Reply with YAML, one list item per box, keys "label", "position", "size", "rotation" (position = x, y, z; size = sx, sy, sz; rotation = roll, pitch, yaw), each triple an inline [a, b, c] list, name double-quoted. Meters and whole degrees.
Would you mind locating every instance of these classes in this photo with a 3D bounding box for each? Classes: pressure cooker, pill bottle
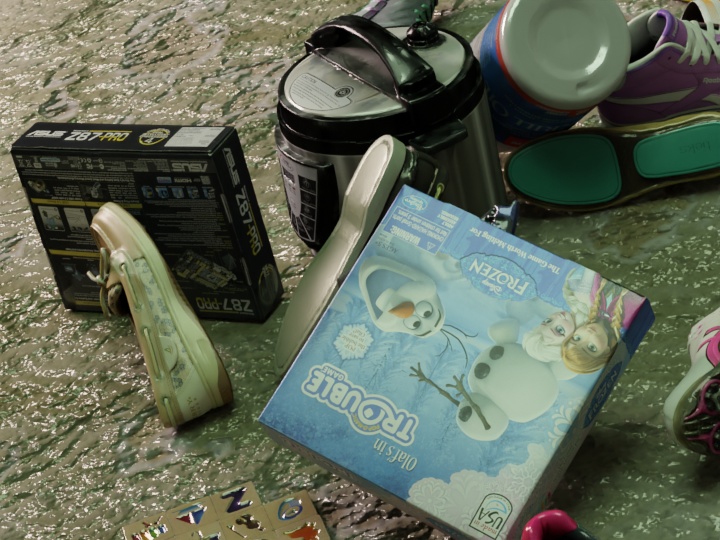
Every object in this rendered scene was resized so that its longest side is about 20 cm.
- label: "pressure cooker"
  position: [0.022, -0.109, 1.768]
  size: [0.174, 0.201, 0.179]
  rotation: [0, 33, 20]
- label: "pill bottle"
  position: [0.142, -0.163, 1.821]
  size: [0.112, 0.113, 0.200]
  rotation: [-24, -6, -16]

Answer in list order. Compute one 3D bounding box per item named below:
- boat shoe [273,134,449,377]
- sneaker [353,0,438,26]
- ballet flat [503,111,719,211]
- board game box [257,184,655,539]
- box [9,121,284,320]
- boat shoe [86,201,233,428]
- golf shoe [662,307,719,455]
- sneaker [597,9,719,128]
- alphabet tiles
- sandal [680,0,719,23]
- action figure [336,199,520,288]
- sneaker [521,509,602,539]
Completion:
- label: "boat shoe"
  position: [0.000, 0.000, 1.657]
  size: [0.060, 0.202, 0.072]
  rotation: [23, 11, -23]
- label: "sneaker"
  position: [0.048, -0.234, 2.111]
  size: [0.087, 0.075, 0.200]
  rotation: [24, 56, 28]
- label: "ballet flat"
  position: [0.218, -0.088, 1.801]
  size: [0.198, 0.069, 0.063]
  rotation: [-6, 3, 10]
- label: "board game box"
  position: [0.064, 0.067, 1.480]
  size: [0.199, 0.043, 0.200]
  rotation: [25, 76, 25]
- label: "box"
  position: [-0.173, -0.040, 1.779]
  size: [0.199, 0.162, 0.049]
  rotation: [2, 33, 29]
- label: "boat shoe"
  position: [-0.168, 0.031, 1.694]
  size: [0.062, 0.073, 0.200]
  rotation: [-28, 58, -10]
- label: "golf shoe"
  position: [0.257, 0.069, 1.505]
  size: [0.092, 0.073, 0.200]
  rotation: [5, 25, 41]
- label: "sneaker"
  position: [0.292, -0.184, 1.846]
  size: [0.199, 0.115, 0.073]
  rotation: [-21, 58, 0]
- label: "alphabet tiles"
  position: [-0.096, 0.212, 1.482]
  size: [0.165, 0.006, 0.200]
  rotation: [-19, 30, -8]
- label: "sandal"
  position: [0.296, -0.203, 1.942]
  size: [0.205, 0.060, 0.079]
  rotation: [-19, 31, -7]
- label: "action figure"
  position: [0.070, 0.053, 1.574]
  size: [0.192, 0.105, 0.201]
  rotation: [11, 69, 28]
- label: "sneaker"
  position: [0.153, 0.216, 1.297]
  size: [0.080, 0.075, 0.200]
  rotation: [-28, 33, -21]
